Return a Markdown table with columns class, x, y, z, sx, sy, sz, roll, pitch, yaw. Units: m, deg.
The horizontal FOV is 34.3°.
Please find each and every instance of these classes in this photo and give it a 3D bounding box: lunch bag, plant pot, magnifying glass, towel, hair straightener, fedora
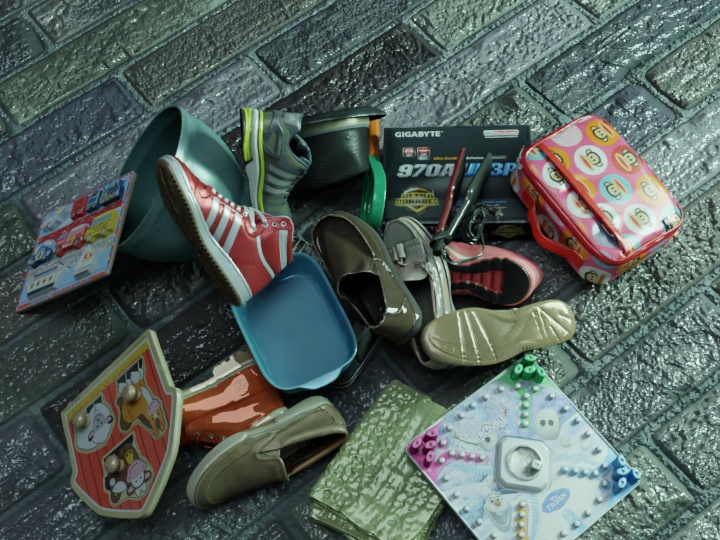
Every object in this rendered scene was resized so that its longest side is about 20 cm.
| class | x | y | z | sx | sy | sz | roll | pitch | yaw |
| --- | --- | --- | --- | --- | --- | --- | --- | --- | --- |
| lunch bag | 0.287 | -0.086 | 1.475 | 0.176 | 0.082 | 0.200 | -29 | 71 | -24 |
| plant pot | -0.223 | -0.093 | 1.491 | 0.134 | 0.200 | 0.200 | 26 | 55 | -28 |
| magnifying glass | 0.017 | -0.132 | 1.559 | 0.022 | 0.080 | 0.200 | 7 | 48 | -11 |
| towel | 0.043 | 0.233 | 1.355 | 0.148 | 0.036 | 0.200 | 26 | 65 | 19 |
| hair straightener | 0.139 | -0.078 | 1.449 | 0.077 | 0.041 | 0.200 | 9 | 44 | 15 |
| fedora | -0.055 | -0.153 | 1.540 | 0.200 | 0.201 | 0.092 | -12 | 93 | -2 |

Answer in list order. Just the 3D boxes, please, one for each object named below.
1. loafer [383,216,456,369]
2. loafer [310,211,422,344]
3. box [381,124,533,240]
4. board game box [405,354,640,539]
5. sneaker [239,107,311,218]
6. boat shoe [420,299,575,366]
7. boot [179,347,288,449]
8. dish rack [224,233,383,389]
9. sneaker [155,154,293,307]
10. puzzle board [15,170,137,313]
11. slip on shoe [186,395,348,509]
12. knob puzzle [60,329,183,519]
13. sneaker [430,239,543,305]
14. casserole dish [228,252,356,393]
| class | x | y | z | sx | sy | sz | roll | pitch | yaw |
| --- | --- | --- | --- | --- | --- | --- | --- | --- | --- |
| loafer | 0.072 | 0.025 | 1.424 | 0.072 | 0.063 | 0.200 | -27 | 76 | 31 |
| loafer | 0.000 | 0.000 | 1.399 | 0.073 | 0.071 | 0.200 | -49 | 59 | 17 |
| box | 0.129 | -0.117 | 1.549 | 0.200 | 0.046 | 0.159 | 0 | 60 | 5 |
| board game box | 0.187 | 0.218 | 1.329 | 0.200 | 0.026 | 0.200 | -33 | 71 | -22 |
| sneaker | -0.100 | -0.121 | 1.453 | 0.081 | 0.200 | 0.074 | -4 | 53 | 2 |
| boat shoe | 0.160 | 0.079 | 1.397 | 0.200 | 0.065 | 0.072 | -11 | 76 | -21 |
| boot | -0.182 | 0.187 | 1.383 | 0.200 | 0.075 | 0.107 | -32 | 75 | -7 |
| dish rack | -0.063 | 0.041 | 1.469 | 0.200 | 0.055 | 0.153 | 26 | 63 | 20 |
| sneaker | -0.154 | -0.068 | 1.381 | 0.112 | 0.200 | 0.071 | -36 | 22 | -21 |
| puzzle board | -0.368 | -0.037 | 1.491 | 0.200 | 0.017 | 0.151 | -19 | 50 | 39 |
| slip on shoe | -0.106 | 0.220 | 1.352 | 0.200 | 0.076 | 0.061 | -27 | 44 | -18 |
| knob puzzle | -0.278 | 0.195 | 1.343 | 0.220 | 0.030 | 0.220 | -15 | 65 | 36 |
| sneaker | 0.137 | 0.000 | 1.478 | 0.200 | 0.074 | 0.087 | 14 | 16 | 29 |
| casserole dish | -0.081 | 0.066 | 1.401 | 0.121 | 0.039 | 0.200 | -24 | 59 | -8 |
